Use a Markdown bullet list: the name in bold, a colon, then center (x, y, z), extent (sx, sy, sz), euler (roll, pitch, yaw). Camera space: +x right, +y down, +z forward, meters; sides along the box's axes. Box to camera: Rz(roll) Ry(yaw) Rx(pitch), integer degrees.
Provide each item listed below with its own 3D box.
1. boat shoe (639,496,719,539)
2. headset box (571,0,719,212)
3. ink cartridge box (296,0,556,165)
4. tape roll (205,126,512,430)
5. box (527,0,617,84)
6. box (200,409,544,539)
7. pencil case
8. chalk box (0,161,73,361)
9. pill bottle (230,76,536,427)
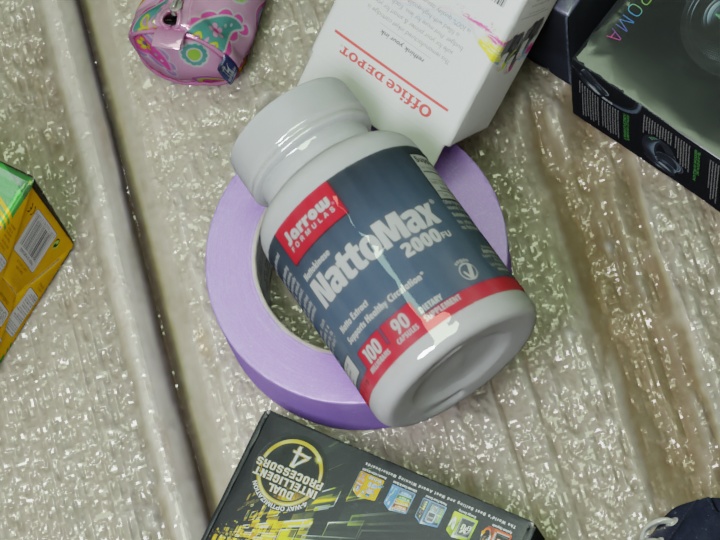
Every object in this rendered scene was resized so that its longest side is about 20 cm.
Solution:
- **boat shoe**: center (0.179, 0.197, 1.465), extent (0.198, 0.075, 0.094), euler (-5, 66, -5)
- **headset box**: center (0.268, -0.131, 1.554), extent (0.199, 0.093, 0.174), euler (37, 79, 16)
- **ink cartridge box**: center (0.050, -0.163, 1.511), extent (0.115, 0.068, 0.201), euler (37, 118, 15)
- **tape roll**: center (0.000, 0.000, 1.554), extent (0.198, 0.066, 0.202), euler (-2, 71, 6)
- **box**: center (0.114, -0.272, 1.606), extent (0.197, 0.123, 0.201), euler (31, 77, 14)
- **box**: center (-0.006, 0.198, 1.484), extent (0.199, 0.049, 0.162), euler (22, 77, 20)
- **pencil case**: center (-0.098, -0.227, 1.634), extent (0.087, 0.088, 0.202), euler (13, 72, 11)
- **chalk box**: center (-0.315, -0.031, 1.569), extent (0.199, 0.125, 0.124), euler (26, 75, 15)
- **pill bottle**: center (0.007, -0.015, 1.461), extent (0.119, 0.120, 0.201), euler (-34, 70, -6)
